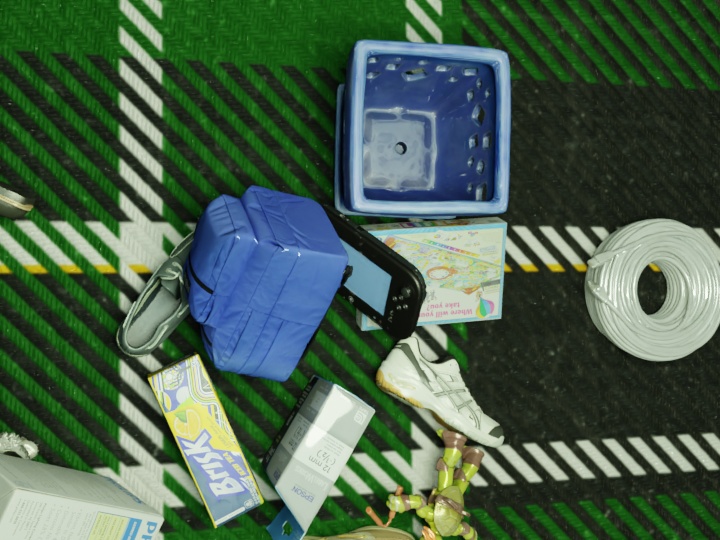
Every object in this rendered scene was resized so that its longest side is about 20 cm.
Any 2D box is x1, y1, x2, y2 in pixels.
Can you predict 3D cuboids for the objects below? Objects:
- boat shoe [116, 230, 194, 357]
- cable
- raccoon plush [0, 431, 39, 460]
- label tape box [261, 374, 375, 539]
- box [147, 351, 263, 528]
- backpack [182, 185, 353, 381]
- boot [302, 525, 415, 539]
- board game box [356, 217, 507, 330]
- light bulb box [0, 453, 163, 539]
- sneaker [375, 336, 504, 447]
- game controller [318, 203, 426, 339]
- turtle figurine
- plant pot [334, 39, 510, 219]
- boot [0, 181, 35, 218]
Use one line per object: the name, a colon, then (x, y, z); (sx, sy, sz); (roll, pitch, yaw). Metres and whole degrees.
boat shoe: (-0.226, 0.024, 1.010); (0.073, 0.062, 0.201); (40, 80, -9)
cable: (0.419, 0.028, 1.164); (0.199, 0.069, 0.201); (-33, 96, -13)
raccoon plush: (-0.465, 0.182, 0.954); (0.097, 0.134, 0.200); (-41, 65, 3)
label tape box: (-0.072, 0.233, 0.997); (0.066, 0.143, 0.201); (34, 81, -10)
box: (-0.192, 0.207, 1.010); (0.069, 0.064, 0.202); (-24, 94, -13)
backpack: (-0.127, 0.019, 0.967); (0.166, 0.163, 0.202); (12, 118, -22)
boot: (-0.005, 0.369, 1.001); (0.197, 0.155, 0.074); (4, 86, -14)
board game box: (0.093, 0.004, 1.081); (0.197, 0.034, 0.136); (-4, 108, -14)
light bulb box: (-0.359, 0.322, 0.889); (0.199, 0.124, 0.200); (33, 78, -48)
sneaker: (0.120, 0.160, 1.082); (0.199, 0.076, 0.088); (33, 77, -13)
game controller: (0.000, 0.000, 1.010); (0.042, 0.199, 0.105); (-19, 136, -45)
turtle figurine: (0.103, 0.292, 1.048); (0.199, 0.064, 0.163); (34, 63, -26)
plant pot: (0.065, -0.161, 1.027); (0.197, 0.180, 0.203); (1, 87, -13)
boot: (-0.493, -0.054, 0.950); (0.197, 0.077, 0.140); (16, 88, 1)
